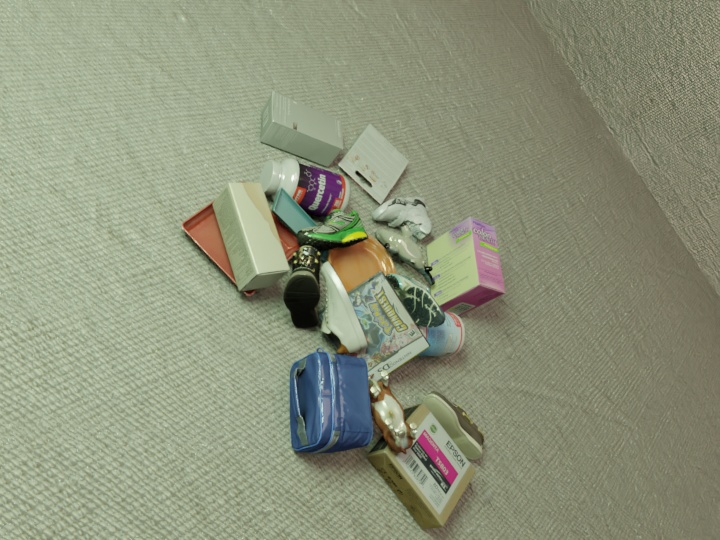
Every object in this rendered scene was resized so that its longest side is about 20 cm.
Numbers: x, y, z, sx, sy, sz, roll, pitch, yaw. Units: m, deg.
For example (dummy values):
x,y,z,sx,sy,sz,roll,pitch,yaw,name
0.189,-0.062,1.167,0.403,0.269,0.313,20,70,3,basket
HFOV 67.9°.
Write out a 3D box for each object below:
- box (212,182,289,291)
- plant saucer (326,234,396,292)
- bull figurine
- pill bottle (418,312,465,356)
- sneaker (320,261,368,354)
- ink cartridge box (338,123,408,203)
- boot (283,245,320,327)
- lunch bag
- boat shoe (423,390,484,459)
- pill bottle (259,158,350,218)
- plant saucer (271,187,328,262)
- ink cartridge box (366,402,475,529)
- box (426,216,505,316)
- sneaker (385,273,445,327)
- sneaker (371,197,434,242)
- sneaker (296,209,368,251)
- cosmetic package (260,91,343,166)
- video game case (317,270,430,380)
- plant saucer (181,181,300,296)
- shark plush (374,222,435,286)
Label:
x,y,z,sx,sy,sz,roll,pitch,yaw,name
-0.223,-0.069,1.080,0.078,0.095,0.201,-9,74,-40,box
0.000,0.000,1.301,0.200,0.037,0.201,18,56,-29,plant saucer
0.047,0.272,1.079,0.065,0.122,0.200,-27,66,-17,bull figurine
0.147,0.150,1.282,0.199,0.109,0.109,7,62,-35,pill bottle
-0.057,0.084,1.132,0.084,0.073,0.201,-22,90,-2,sneaker
0.032,-0.290,1.487,0.162,0.050,0.200,41,56,-13,ink cartridge box
-0.116,0.014,1.114,0.073,0.200,0.151,-2,56,1,boot
-0.069,0.249,1.042,0.132,0.136,0.201,11,60,-33,lunch bag
0.222,0.353,1.257,0.200,0.072,0.060,50,41,-10,boat shoe
-0.130,-0.193,1.254,0.199,0.112,0.113,12,59,-32,pill bottle
-0.133,-0.099,1.215,0.200,0.019,0.070,46,43,-41,plant saucer
0.134,0.417,1.150,0.200,0.075,0.165,52,48,-1,ink cartridge box
0.274,-0.006,1.420,0.096,0.176,0.201,16,57,-30,box
0.138,0.060,1.236,0.086,0.078,0.200,-2,29,-36,sneaker
0.123,-0.132,1.440,0.199,0.075,0.115,-14,72,-45,sneaker
-0.071,-0.092,1.221,0.200,0.078,0.086,-14,82,-49,sneaker
-0.147,-0.353,1.348,0.199,0.090,0.107,12,57,-29,cosmetic package
0.026,0.132,1.179,0.180,0.026,0.200,-33,88,-1,video game case
-0.252,-0.067,1.144,0.200,0.037,0.200,47,48,-7,plant saucer
0.127,-0.044,1.393,0.200,0.083,0.091,34,66,-16,shark plush
